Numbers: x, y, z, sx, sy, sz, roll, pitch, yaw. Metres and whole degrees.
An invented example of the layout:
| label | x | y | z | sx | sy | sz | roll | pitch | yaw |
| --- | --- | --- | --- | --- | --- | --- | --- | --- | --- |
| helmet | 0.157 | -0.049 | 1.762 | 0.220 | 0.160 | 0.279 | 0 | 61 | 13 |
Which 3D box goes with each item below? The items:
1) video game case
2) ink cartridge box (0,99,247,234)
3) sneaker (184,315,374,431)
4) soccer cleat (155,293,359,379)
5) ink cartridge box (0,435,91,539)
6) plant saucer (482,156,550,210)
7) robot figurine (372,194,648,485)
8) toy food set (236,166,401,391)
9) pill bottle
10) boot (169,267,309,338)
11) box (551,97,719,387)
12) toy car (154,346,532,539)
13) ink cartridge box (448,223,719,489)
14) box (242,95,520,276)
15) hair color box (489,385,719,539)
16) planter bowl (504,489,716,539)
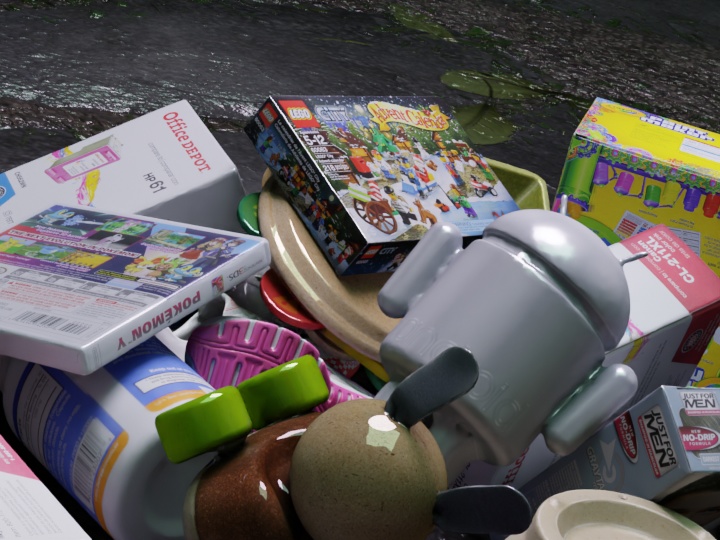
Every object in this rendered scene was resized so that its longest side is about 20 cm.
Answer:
| label | x | y | z | sx | sy | sz | roll | pitch | yaw |
| --- | --- | --- | --- | --- | --- | --- | --- | --- | --- |
| video game case | -0.190 | 0.008 | 1.463 | 0.199 | 0.023 | 0.182 | 10 | 29 | 37 |
| ink cartridge box | -0.188 | -0.034 | 1.657 | 0.199 | 0.085 | 0.145 | -22 | 32 | -11 |
| sneaker | -0.052 | 0.090 | 1.529 | 0.200 | 0.082 | 0.088 | 37 | -10 | -37 |
| soccer cleat | -0.080 | 0.056 | 1.601 | 0.199 | 0.086 | 0.069 | -6 | 8 | -37 |
| ink cartridge box | -0.274 | 0.158 | 1.253 | 0.199 | 0.083 | 0.146 | -2 | 27 | -36 |
| plant saucer | 0.058 | -0.012 | 1.738 | 0.199 | 0.048 | 0.200 | 16 | 47 | -23 |
| robot figurine | 0.092 | 0.043 | 1.407 | 0.169 | 0.200 | 0.113 | 39 | -11 | 14 |
| toy food set | 0.000 | 0.000 | 1.605 | 0.200 | 0.049 | 0.198 | 39 | 32 | -7 |
| pill bottle | -0.162 | 0.091 | 1.448 | 0.112 | 0.112 | 0.200 | -4 | 28 | -37 |
| boot | -0.064 | 0.041 | 1.709 | 0.199 | 0.074 | 0.096 | 20 | 45 | -5 |
| box | 0.254 | -0.013 | 1.847 | 0.199 | 0.193 | 0.122 | 19 | 22 | 9 |
| toy car | 0.008 | 0.119 | 1.296 | 0.200 | 0.165 | 0.158 | -25 | -3 | 36 |
| ink cartridge box | 0.147 | 0.069 | 1.571 | 0.200 | 0.146 | 0.083 | -21 | 58 | -34 |
| box | 0.023 | -0.065 | 1.625 | 0.200 | 0.038 | 0.137 | -6 | 56 | -51 |
| hair color box | 0.178 | 0.142 | 1.421 | 0.099 | 0.200 | 0.061 | 2 | 61 | -34 |
| planter bowl | 0.142 | 0.214 | 1.311 | 0.199 | 0.135 | 0.200 | 12 | 22 | -5 |
